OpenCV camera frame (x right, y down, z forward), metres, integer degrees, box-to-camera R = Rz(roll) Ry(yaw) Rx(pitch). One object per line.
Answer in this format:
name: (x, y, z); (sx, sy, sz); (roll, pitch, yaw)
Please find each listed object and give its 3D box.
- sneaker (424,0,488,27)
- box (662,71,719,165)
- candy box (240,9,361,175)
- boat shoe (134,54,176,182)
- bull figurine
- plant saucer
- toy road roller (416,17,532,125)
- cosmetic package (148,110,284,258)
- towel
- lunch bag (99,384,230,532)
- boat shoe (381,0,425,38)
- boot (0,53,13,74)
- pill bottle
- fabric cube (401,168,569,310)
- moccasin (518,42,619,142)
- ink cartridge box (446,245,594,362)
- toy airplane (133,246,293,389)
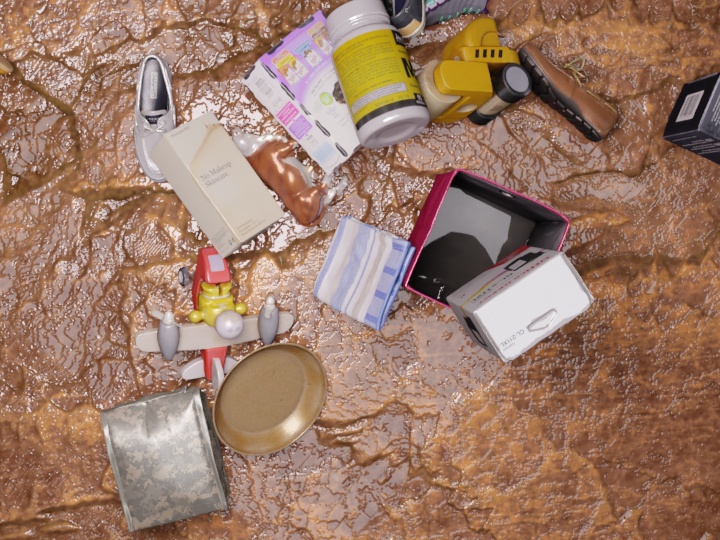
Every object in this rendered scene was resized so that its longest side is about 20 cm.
sneaker: (0.157, -0.426, 1.623); (0.200, 0.074, 0.088); (-40, 107, 1)
box: (0.619, -0.226, 1.634); (0.199, 0.148, 0.105); (23, 90, -7)
candy box: (-0.056, -0.276, 1.571); (0.200, 0.071, 0.168); (47, 53, -6)
boat shoe: (-0.326, -0.239, 1.590); (0.073, 0.065, 0.201); (-7, 93, -5)
bull figurine: (-0.115, -0.165, 1.608); (0.121, 0.065, 0.200); (-38, 100, 17)
plant saucer: (-0.148, 0.199, 1.609); (0.199, 0.035, 0.201); (-14, 119, -26)
toy road roller: (0.158, -0.316, 1.590); (0.199, 0.123, 0.147); (-5, 77, -29)
cosmetic package: (-0.221, -0.133, 1.561); (0.103, 0.073, 0.200); (-38, 93, -38)
towel: (0.000, 0.000, 1.576); (0.024, 0.200, 0.148); (20, 93, -35)
lunch bag: (-0.307, 0.287, 1.594); (0.163, 0.118, 0.201); (-13, 99, -3)
boat shoe: (0.060, -0.460, 1.583); (0.074, 0.062, 0.201); (-18, 65, 30)
boot: (-0.653, -0.312, 1.564); (0.201, 0.071, 0.144); (32, 96, -3)
pill bottle: (0.022, -0.295, 1.510); (0.114, 0.114, 0.201); (-18, 79, -4)
fabric cube: (0.180, -0.030, 1.580); (0.195, 0.199, 0.201); (24, 91, -5)
moccasin: (0.339, -0.300, 1.643); (0.201, 0.074, 0.078); (39, 80, -3)
ink cartridge box: (0.213, 0.040, 1.387); (0.145, 0.200, 0.083); (-34, 96, -3)
toy airplane: (-0.224, 0.091, 1.578); (0.199, 0.141, 0.200); (45, 74, -25)
